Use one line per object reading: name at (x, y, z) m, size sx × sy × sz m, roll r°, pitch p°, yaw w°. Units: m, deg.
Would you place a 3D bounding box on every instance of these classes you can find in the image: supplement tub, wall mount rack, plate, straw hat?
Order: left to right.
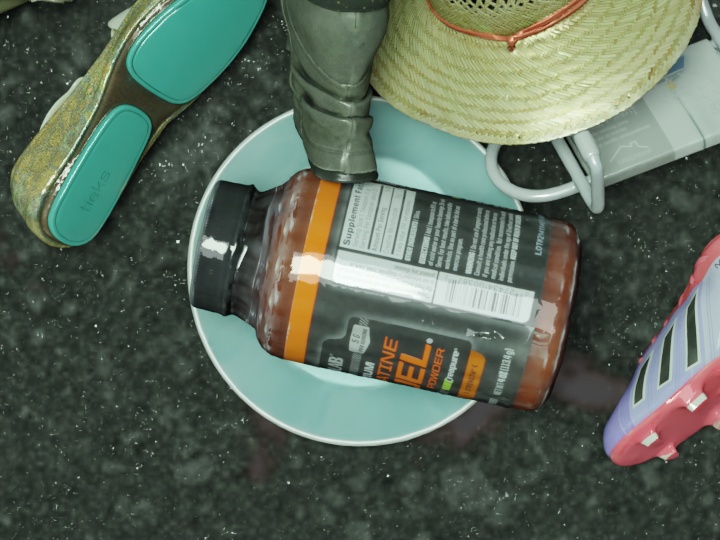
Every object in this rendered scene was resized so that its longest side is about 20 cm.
plate at (0.000, 0.000, 0.969) m, size 0.199 × 0.026 × 0.201 m, roll 0°, pitch 92°, yaw 2°
supplement tub at (0.012, 0.006, 0.905) m, size 0.199 × 0.107 × 0.108 m, roll 12°, pitch 92°, yaw 1°
straw hat at (0.076, -0.168, 0.887) m, size 0.200 × 0.085 × 0.202 m, roll -9°, pitch 60°, yaw 15°
wall mount rack at (0.150, -0.127, 0.939) m, size 0.199 × 0.075 × 0.174 m, roll -22°, pitch 55°, yaw -4°

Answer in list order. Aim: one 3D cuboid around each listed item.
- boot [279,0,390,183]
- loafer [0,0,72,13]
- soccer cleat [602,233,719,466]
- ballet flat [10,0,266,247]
boot at (-0.027, -0.140, 0.916) m, size 0.067 × 0.200 × 0.131 m, roll -2°, pitch 125°, yaw -11°
loafer at (-0.252, -0.153, 0.954) m, size 0.199 × 0.075 × 0.070 m, roll -3°, pitch 103°, yaw 6°
soccer cleat at (0.204, 0.027, 0.955) m, size 0.200 × 0.067 × 0.077 m, roll -46°, pitch 59°, yaw 8°
ballet flat at (-0.132, -0.106, 0.954) m, size 0.071 × 0.071 × 0.200 m, roll 36°, pitch 92°, yaw 0°
